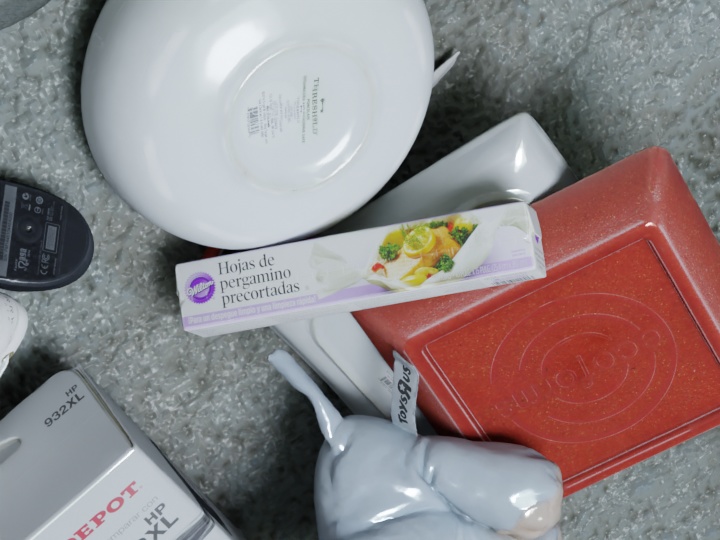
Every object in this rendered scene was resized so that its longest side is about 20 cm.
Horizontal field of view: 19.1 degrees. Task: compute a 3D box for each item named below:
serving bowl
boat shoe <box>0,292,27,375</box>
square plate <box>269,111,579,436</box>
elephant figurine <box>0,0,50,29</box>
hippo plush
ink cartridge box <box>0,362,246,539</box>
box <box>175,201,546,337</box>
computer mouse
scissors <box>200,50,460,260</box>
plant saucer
[{"bbox_3d":[-0.044,-0.093,1.133,0.200,0.066,0.200,-13,122,-21],"label":"serving bowl"},{"bbox_3d":[-0.246,0.090,1.137,0.200,0.071,0.069,-46,157,12],"label":"boat shoe"},{"bbox_3d":[0.064,0.029,1.236,0.198,0.028,0.200,-31,124,15],"label":"square plate"},{"bbox_3d":[-0.234,-0.122,0.990,0.142,0.155,0.200,46,78,-17],"label":"elephant figurine"},{"bbox_3d":[0.027,0.170,1.193,0.159,0.161,0.200,1,136,17],"label":"hippo plush"},{"bbox_3d":[-0.148,0.170,1.195,0.145,0.084,0.200,-41,136,-4],"label":"ink cartridge box"},{"bbox_3d":[0.000,0.000,1.163,0.200,0.041,0.039,-10,79,13],"label":"box"},{"bbox_3d":[-0.232,-0.030,1.107,0.200,0.034,0.059,17,69,-26],"label":"computer mouse"},{"bbox_3d":[-0.020,-0.055,1.217,0.073,0.014,0.200,29,99,-32],"label":"scissors"},{"bbox_3d":[0.125,0.050,1.220,0.199,0.037,0.200,-26,126,12],"label":"plant saucer"}]
